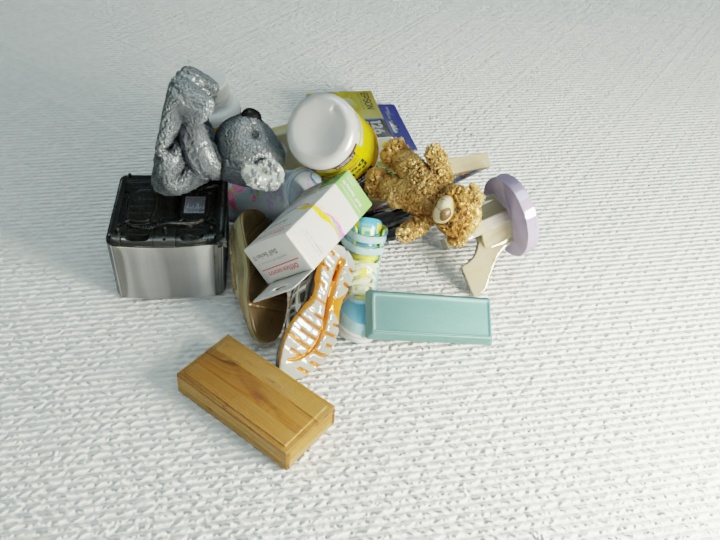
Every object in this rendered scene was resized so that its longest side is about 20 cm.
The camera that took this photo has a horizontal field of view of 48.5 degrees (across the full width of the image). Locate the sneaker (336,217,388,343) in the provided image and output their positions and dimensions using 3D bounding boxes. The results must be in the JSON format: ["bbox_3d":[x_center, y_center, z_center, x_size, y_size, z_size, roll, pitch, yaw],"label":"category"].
[{"bbox_3d":[0.000,0.000,1.182,0.077,0.133,0.202,7,38,-11],"label":"sneaker"}]

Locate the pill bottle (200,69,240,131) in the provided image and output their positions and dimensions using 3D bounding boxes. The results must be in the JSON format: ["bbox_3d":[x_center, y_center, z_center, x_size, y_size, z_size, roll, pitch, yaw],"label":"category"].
[{"bbox_3d":[-0.253,-0.233,1.371,0.106,0.203,0.111,-1,42,1],"label":"pill bottle"}]

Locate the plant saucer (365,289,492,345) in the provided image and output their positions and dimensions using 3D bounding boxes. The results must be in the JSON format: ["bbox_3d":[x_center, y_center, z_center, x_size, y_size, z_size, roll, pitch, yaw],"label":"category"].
[{"bbox_3d":[0.102,0.067,1.150,0.194,0.019,0.072,4,74,-15],"label":"plant saucer"}]

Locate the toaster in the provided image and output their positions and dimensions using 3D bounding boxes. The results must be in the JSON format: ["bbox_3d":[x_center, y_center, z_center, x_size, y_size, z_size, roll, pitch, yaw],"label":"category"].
[{"bbox_3d":[-0.289,-0.054,1.234,0.175,0.121,0.202,-2,39,-6],"label":"toaster"}]

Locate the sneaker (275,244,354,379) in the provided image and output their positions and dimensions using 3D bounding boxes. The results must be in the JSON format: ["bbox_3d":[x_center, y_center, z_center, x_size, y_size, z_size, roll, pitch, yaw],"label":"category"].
[{"bbox_3d":[-0.073,0.061,1.132,0.076,0.078,0.204,-4,55,48],"label":"sneaker"}]

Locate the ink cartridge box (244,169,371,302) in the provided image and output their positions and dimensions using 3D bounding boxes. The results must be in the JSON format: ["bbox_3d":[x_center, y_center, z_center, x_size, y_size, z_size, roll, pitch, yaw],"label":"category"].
[{"bbox_3d":[-0.085,-0.050,1.136,0.116,0.068,0.201,-18,25,48],"label":"ink cartridge box"}]

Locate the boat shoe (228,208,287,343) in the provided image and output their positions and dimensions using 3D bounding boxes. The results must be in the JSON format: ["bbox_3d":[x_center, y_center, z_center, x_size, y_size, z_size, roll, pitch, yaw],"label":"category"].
[{"bbox_3d":[-0.156,0.014,1.182,0.070,0.064,0.205,9,63,-37],"label":"boat shoe"}]

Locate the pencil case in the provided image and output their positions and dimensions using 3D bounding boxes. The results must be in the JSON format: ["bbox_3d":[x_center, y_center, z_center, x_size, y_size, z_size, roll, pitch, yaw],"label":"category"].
[{"bbox_3d":[-0.148,-0.123,1.301,0.197,0.082,0.093,1,72,44],"label":"pencil case"}]

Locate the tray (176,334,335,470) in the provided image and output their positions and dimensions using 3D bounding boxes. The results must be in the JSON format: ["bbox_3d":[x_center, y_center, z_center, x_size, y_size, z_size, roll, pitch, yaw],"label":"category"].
[{"bbox_3d":[-0.138,0.167,1.049,0.197,0.038,0.098,28,45,27],"label":"tray"}]

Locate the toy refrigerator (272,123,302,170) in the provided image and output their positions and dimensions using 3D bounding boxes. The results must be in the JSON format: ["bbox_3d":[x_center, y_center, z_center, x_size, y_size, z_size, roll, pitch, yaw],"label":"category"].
[{"bbox_3d":[-0.111,-0.219,1.414,0.197,0.077,0.070,-6,27,41],"label":"toy refrigerator"}]

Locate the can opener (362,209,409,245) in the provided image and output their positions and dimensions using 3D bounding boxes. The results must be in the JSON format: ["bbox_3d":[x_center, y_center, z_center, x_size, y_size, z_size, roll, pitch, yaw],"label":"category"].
[{"bbox_3d":[0.058,-0.078,1.347,0.197,0.065,0.078,-16,15,-37],"label":"can opener"}]

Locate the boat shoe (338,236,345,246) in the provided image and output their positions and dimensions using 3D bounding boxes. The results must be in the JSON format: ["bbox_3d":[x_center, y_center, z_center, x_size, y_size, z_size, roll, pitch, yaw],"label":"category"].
[{"bbox_3d":[-0.101,-0.022,1.259,0.195,0.073,0.063,-19,57,-6],"label":"boat shoe"}]

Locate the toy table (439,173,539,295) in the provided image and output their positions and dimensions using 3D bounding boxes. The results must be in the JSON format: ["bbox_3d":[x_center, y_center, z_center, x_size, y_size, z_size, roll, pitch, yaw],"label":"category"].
[{"bbox_3d":[0.191,-0.069,1.252,0.115,0.200,0.188,-22,77,-5],"label":"toy table"}]

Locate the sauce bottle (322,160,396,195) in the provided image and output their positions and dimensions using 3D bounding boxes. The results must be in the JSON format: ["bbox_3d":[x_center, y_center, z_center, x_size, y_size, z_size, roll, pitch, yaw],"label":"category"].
[{"bbox_3d":[0.018,-0.157,1.394,0.197,0.067,0.066,-16,41,-44],"label":"sauce bottle"}]

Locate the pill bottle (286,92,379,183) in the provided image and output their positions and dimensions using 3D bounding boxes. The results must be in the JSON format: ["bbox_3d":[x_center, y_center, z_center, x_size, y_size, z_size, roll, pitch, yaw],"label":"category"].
[{"bbox_3d":[-0.033,-0.192,1.219,0.107,0.112,0.200,17,1,15],"label":"pill bottle"}]

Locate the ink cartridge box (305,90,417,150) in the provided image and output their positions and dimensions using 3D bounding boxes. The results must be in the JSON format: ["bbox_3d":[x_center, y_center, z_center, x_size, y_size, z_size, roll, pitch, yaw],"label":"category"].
[{"bbox_3d":[0.000,-0.302,1.619,0.194,0.048,0.200,-8,40,-10],"label":"ink cartridge box"}]

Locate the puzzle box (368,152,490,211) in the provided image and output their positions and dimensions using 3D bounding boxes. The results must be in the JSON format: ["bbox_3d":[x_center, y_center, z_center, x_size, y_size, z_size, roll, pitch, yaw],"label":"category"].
[{"bbox_3d":[0.106,-0.144,1.322,0.130,0.199,0.026,-14,85,-32],"label":"puzzle box"}]

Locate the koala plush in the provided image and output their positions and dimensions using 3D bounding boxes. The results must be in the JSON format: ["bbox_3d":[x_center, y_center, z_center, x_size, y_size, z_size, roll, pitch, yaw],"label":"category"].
[{"bbox_3d":[-0.202,-0.182,1.197,0.195,0.188,0.178,14,19,-13],"label":"koala plush"}]

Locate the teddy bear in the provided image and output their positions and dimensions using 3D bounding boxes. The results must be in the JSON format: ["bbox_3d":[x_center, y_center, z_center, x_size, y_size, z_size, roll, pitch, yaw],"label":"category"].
[{"bbox_3d":[0.086,-0.116,1.166,0.144,0.067,0.202,-40,63,10],"label":"teddy bear"}]
